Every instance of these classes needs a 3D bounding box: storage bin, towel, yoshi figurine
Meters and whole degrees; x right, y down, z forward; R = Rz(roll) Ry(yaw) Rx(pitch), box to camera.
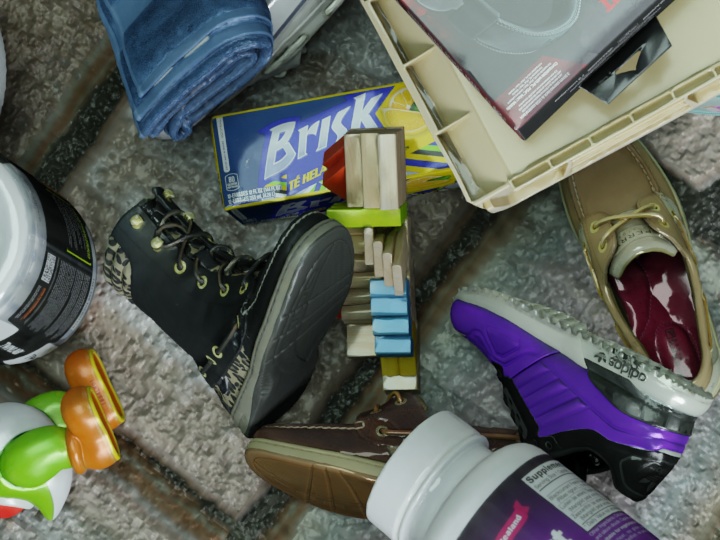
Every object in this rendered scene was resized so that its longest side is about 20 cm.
[{"bbox_3d":[0.112,-0.166,1.475,0.198,0.094,0.201,-28,86,6],"label":"storage bin"},{"bbox_3d":[-0.122,-0.185,1.562,0.111,0.048,0.201,-39,48,22],"label":"towel"},{"bbox_3d":[-0.259,0.108,1.566,0.199,0.112,0.113,-23,64,6],"label":"yoshi figurine"}]

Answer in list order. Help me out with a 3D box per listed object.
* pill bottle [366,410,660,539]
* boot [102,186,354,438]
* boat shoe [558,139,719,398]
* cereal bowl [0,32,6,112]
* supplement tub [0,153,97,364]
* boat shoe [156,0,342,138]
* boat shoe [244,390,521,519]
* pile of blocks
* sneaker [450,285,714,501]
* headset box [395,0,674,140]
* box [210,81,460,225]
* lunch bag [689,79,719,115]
[{"bbox_3d":[0.103,0.172,1.424,0.200,0.111,0.112,37,88,22],"label":"pill bottle"},{"bbox_3d":[-0.088,-0.001,1.518,0.154,0.204,0.073,43,56,17],"label":"boot"},{"bbox_3d":[0.179,-0.010,1.535,0.074,0.066,0.201,-24,79,3],"label":"boat shoe"},{"bbox_3d":[-0.323,-0.121,1.613,0.199,0.083,0.202,-3,76,11],"label":"cereal bowl"},{"bbox_3d":[-0.236,-0.007,1.527,0.122,0.200,0.124,-1,81,9],"label":"supplement tub"},{"bbox_3d":[-0.065,-0.157,1.589,0.200,0.066,0.072,-50,44,13],"label":"boat shoe"},{"bbox_3d":[0.028,0.114,1.543,0.198,0.072,0.072,6,61,10],"label":"boat shoe"},{"bbox_3d":[0.000,0.000,1.517,0.062,0.082,0.201,-2,120,7],"label":"pile of blocks"},{"bbox_3d":[0.116,0.080,1.500,0.200,0.069,0.100,28,98,43],"label":"sneaker"},{"bbox_3d":[0.092,-0.184,1.393,0.149,0.077,0.200,-42,83,4],"label":"headset box"},{"bbox_3d":[0.009,-0.080,1.569,0.198,0.070,0.065,-10,81,6],"label":"box"},{"bbox_3d":[0.197,-0.205,1.559,0.159,0.077,0.202,7,82,10],"label":"lunch bag"}]
